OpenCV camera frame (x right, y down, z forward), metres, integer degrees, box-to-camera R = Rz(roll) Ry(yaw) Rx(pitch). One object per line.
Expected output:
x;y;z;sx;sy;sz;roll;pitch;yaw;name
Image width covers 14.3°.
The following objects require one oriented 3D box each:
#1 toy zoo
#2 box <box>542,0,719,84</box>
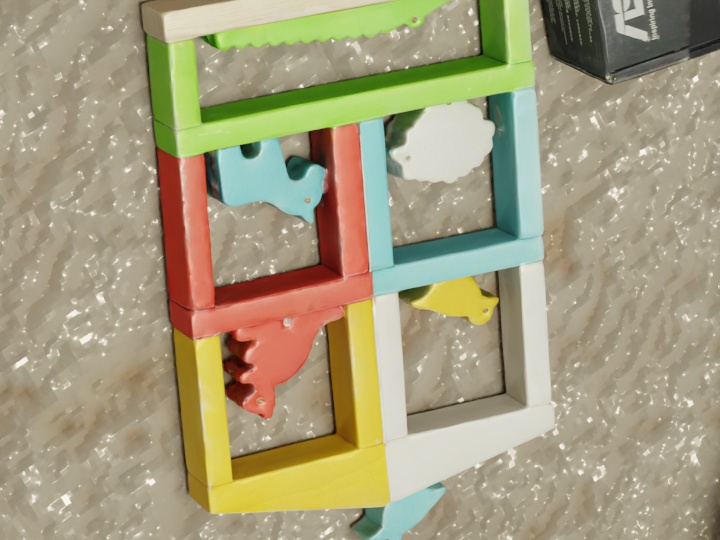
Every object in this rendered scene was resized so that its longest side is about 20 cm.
0.000;0.000;0.950;0.131;0.020;0.200;-12;109;-23;toy zoo
0.125;-0.180;0.944;0.161;0.049;0.200;-18;112;-18;box
